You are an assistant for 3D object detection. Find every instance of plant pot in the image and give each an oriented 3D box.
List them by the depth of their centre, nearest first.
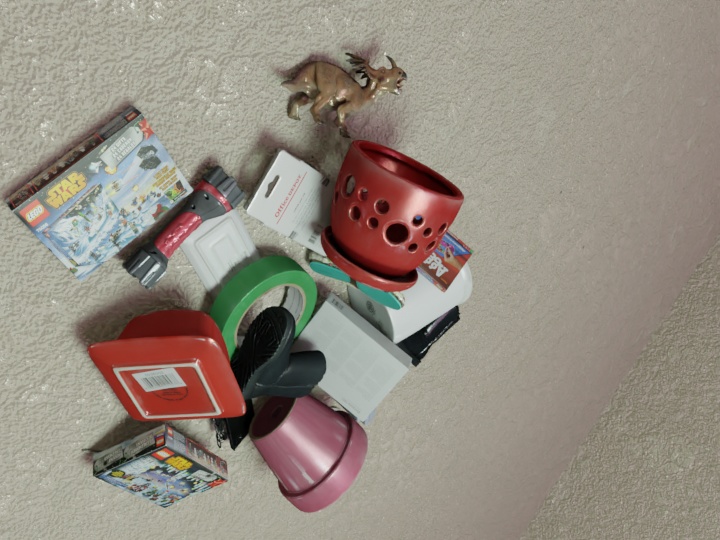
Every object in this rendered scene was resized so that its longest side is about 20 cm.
[{"bbox_3d":[0.040,-0.084,0.995,0.198,0.200,0.185,4,122,-44],"label":"plant pot"},{"bbox_3d":[-0.113,0.330,1.211,0.200,0.199,0.179,-46,112,-10],"label":"plant pot"}]

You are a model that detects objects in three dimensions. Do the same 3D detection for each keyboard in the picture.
[{"bbox_3d":[-0.247,0.245,1.157,0.104,0.039,0.204,-47,143,-46],"label":"keyboard"}]

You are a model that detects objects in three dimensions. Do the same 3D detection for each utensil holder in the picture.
[{"bbox_3d":[0.095,0.033,1.242,0.198,0.169,0.173,-28,133,-23],"label":"utensil holder"}]

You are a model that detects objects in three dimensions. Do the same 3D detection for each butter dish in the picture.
[{"bbox_3d":[-0.280,0.127,0.965,0.195,0.150,0.202,-4,135,6],"label":"butter dish"}]

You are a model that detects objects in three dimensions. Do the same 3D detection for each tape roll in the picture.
[{"bbox_3d":[-0.166,0.071,1.073,0.199,0.048,0.203,-33,146,-26],"label":"tape roll"}]

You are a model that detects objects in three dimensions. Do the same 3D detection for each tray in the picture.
[{"bbox_3d":[-0.213,-0.011,1.022,0.107,0.022,0.202,-40,137,-20],"label":"tray"}]

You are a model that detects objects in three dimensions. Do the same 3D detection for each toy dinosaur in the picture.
[{"bbox_3d":[-0.038,-0.289,0.973,0.196,0.085,0.139,12,97,-30],"label":"toy dinosaur"}]

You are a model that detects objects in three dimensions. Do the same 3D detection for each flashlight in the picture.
[{"bbox_3d":[-0.256,-0.061,0.909,0.201,0.068,0.068,-50,173,-14],"label":"flashlight"}]

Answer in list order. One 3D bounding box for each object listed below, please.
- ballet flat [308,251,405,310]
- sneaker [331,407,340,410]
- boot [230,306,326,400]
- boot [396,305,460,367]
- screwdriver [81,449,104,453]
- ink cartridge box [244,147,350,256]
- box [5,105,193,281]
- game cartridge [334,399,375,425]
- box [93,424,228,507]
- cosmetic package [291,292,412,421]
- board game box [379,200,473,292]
[{"bbox_3d":[0.000,0.000,1.117,0.065,0.197,0.076,-59,168,-27],"label":"ballet flat"},{"bbox_3d":[-0.097,0.396,1.355,0.200,0.081,0.075,-47,140,-8],"label":"sneaker"},{"bbox_3d":[-0.122,0.143,1.065,0.166,0.077,0.202,5,127,-47],"label":"boot"},{"bbox_3d":[0.140,0.116,1.402,0.169,0.076,0.200,-48,146,-4],"label":"boot"},{"bbox_3d":[-0.381,0.318,1.071,0.198,0.028,0.030,12,78,-46],"label":"screwdriver"},{"bbox_3d":[-0.107,-0.117,1.022,0.199,0.066,0.117,28,95,-50],"label":"ink cartridge box"},{"bbox_3d":[-0.338,-0.101,0.829,0.199,0.040,0.138,-42,139,-15],"label":"box"},{"bbox_3d":[-0.011,0.193,1.263,0.040,0.132,0.204,-13,121,-40],"label":"game cartridge"},{"bbox_3d":[-0.332,0.336,1.058,0.135,0.040,0.201,-24,141,6],"label":"box"},{"bbox_3d":[-0.025,0.163,1.169,0.151,0.199,0.052,-50,-178,21],"label":"cosmetic package"},{"bbox_3d":[0.111,-0.061,1.179,0.103,0.199,0.019,-50,179,-22],"label":"board game box"}]
